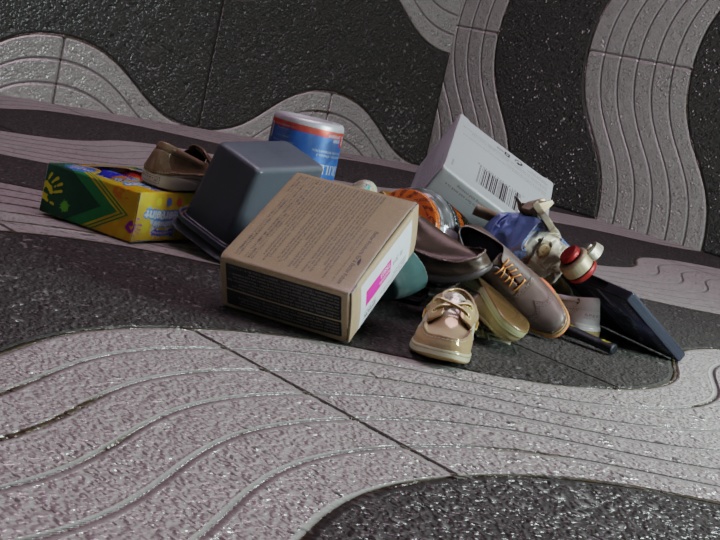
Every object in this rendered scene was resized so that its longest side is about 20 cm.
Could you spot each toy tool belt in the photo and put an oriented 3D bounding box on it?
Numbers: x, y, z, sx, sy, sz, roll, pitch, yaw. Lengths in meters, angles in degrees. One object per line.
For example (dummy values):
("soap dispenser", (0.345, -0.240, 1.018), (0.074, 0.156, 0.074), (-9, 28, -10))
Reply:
("toy tool belt", (0.237, -0.043, 1.816), (0.123, 0.125, 0.200), (48, -15, -21))

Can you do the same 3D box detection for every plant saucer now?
("plant saucer", (-0.010, -0.016, 1.651), (0.198, 0.036, 0.200), (26, -21, 11))

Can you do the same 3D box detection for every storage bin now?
("storage bin", (-0.138, -0.098, 1.778), (0.145, 0.135, 0.199), (36, 24, 25))

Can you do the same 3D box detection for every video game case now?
("video game case", (0.359, 0.054, 1.830), (0.143, 0.019, 0.200), (45, -9, -29))

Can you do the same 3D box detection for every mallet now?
("mallet", (0.269, 0.072, 1.774), (0.198, 0.042, 0.066), (24, 11, 29))

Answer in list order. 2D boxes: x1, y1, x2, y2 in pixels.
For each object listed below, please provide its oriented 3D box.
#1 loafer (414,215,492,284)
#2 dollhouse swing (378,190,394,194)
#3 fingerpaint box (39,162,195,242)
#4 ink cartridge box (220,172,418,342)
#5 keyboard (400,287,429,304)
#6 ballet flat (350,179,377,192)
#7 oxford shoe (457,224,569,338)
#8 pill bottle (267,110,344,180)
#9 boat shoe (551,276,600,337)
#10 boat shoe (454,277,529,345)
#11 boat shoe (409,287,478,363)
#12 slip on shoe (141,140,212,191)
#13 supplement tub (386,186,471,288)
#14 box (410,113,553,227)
("loafer", (0.077, -0.033, 1.676), (0.198, 0.072, 0.073), (11, 21, 22))
("dollhouse swing", (0.097, -0.022, 2.095), (0.199, 0.178, 0.181), (3, -29, -45))
("fingerpaint box", (-0.321, -0.098, 1.815), (0.165, 0.074, 0.199), (18, 10, 26))
("ink cartridge box", (-0.045, -0.020, 1.477), (0.163, 0.076, 0.200), (17, 38, 18))
("keyboard", (0.000, 0.000, 1.794), (0.198, 0.040, 0.104), (15, 10, 7))
("ballet flat", (-0.021, -0.067, 1.816), (0.067, 0.063, 0.200), (30, -29, -10))
("oxford shoe", (0.199, 0.014, 1.732), (0.200, 0.071, 0.073), (43, 1, 24))
("pill bottle", (-0.097, -0.133, 1.950), (0.111, 0.203, 0.112), (12, 9, -2))
("boat shoe", (0.277, 0.039, 1.856), (0.070, 0.070, 0.199), (4, 12, -37))
("boat shoe", (0.160, 0.058, 1.642), (0.073, 0.063, 0.200), (38, 6, -14))
("boat shoe", (0.099, 0.058, 1.476), (0.073, 0.070, 0.200), (13, 9, 3))
("slip on shoe", (-0.231, -0.146, 1.823), (0.075, 0.061, 0.199), (23, 12, 32))
("supplement tub", (0.090, -0.048, 1.832), (0.121, 0.124, 0.200), (16, -4, 20))
("box", (0.184, -0.106, 2.023), (0.198, 0.131, 0.201), (36, 32, -9))
